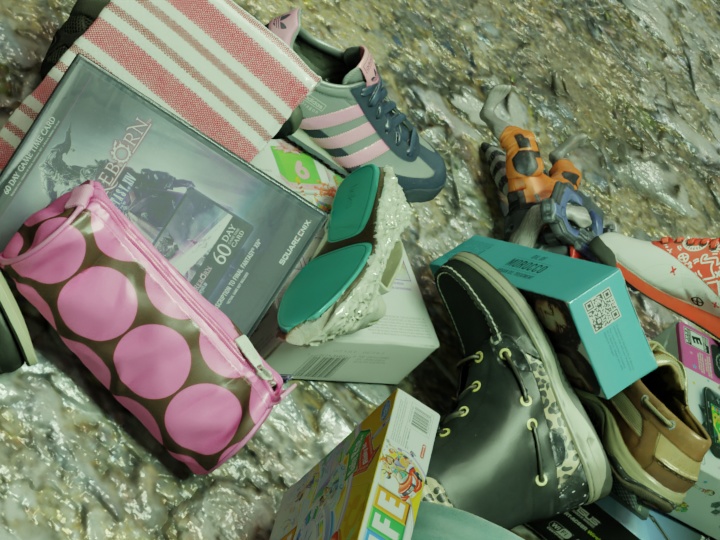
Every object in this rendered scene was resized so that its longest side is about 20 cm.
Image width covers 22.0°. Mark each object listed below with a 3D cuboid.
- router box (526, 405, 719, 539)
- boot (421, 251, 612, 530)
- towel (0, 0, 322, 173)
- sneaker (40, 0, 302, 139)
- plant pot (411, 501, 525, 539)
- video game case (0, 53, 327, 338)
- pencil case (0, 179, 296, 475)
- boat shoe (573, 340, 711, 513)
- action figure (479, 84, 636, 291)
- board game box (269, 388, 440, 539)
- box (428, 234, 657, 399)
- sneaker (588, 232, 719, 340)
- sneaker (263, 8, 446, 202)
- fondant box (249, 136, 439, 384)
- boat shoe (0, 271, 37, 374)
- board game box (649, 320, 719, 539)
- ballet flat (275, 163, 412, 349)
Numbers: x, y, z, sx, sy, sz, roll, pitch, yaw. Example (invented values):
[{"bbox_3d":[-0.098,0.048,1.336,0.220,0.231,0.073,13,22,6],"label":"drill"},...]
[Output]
[{"bbox_3d":[0.210,0.154,1.437,0.150,0.062,0.200,39,39,-10],"label":"router box"},{"bbox_3d":[0.068,0.099,1.301,0.153,0.074,0.204,-25,79,-19],"label":"boot"},{"bbox_3d":[-0.143,-0.102,1.263,0.146,0.200,0.030,41,3,-6],"label":"towel"},{"bbox_3d":[-0.143,-0.116,1.313,0.199,0.076,0.114,24,65,16],"label":"sneaker"},{"bbox_3d":[0.064,0.256,1.135,0.200,0.200,0.134,39,65,-7],"label":"plant pot"},{"bbox_3d":[-0.142,-0.031,1.239,0.200,0.143,0.019,33,3,-16],"label":"video game case"},{"bbox_3d":[-0.136,0.032,1.191,0.200,0.094,0.091,45,45,-12],"label":"pencil case"},{"bbox_3d":[0.208,0.090,1.355,0.076,0.074,0.200,26,24,-29],"label":"boat shoe"},{"bbox_3d":[0.164,-0.037,1.570,0.200,0.104,0.194,40,38,-48],"label":"action figure"},{"bbox_3d":[-0.020,0.180,1.094,0.034,0.134,0.200,33,39,-14],"label":"board game box"},{"bbox_3d":[0.130,0.031,1.363,0.049,0.200,0.082,-31,110,-20],"label":"box"},{"bbox_3d":[0.284,-0.007,1.451,0.201,0.108,0.067,34,8,27],"label":"sneaker"},{"bbox_3d":[-0.001,-0.121,1.385,0.200,0.082,0.070,28,39,-26],"label":"sneaker"},{"bbox_3d":[-0.040,-0.016,1.369,0.144,0.058,0.200,6,53,-38],"label":"fondant box"},{"bbox_3d":[-0.271,-0.018,1.164,0.063,0.074,0.202,-32,91,-12],"label":"boat shoe"},{"bbox_3d":[0.306,0.146,1.432,0.200,0.064,0.148,28,42,-24],"label":"board game box"},{"bbox_3d":[0.000,0.000,1.296,0.072,0.072,0.200,36,40,-11],"label":"ballet flat"}]
